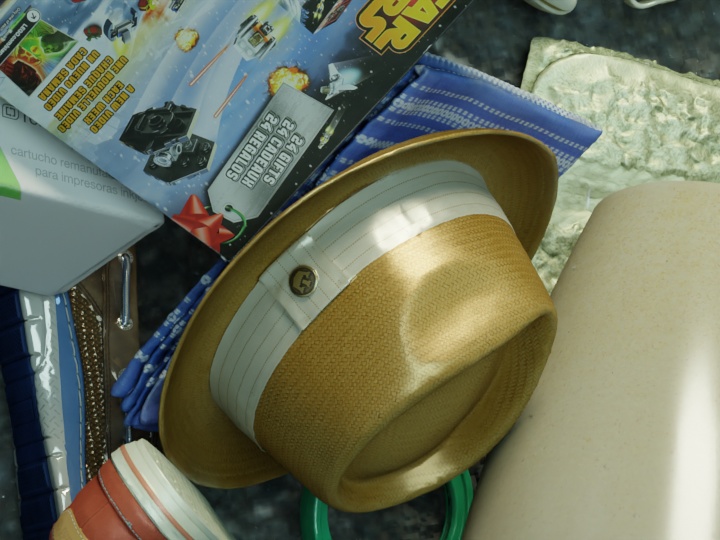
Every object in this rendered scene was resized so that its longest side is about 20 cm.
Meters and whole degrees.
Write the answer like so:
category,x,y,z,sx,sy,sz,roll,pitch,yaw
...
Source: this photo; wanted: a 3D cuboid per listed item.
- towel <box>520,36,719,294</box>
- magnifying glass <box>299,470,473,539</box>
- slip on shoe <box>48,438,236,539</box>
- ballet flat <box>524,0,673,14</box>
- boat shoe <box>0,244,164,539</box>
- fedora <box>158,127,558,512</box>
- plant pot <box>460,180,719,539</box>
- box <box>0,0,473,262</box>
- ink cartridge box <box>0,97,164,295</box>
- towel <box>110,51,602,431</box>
category,x,y,z,sx,sy,sz,roll,pitch,yaw
towel,0.154,-0.017,1.358,0.199,0.036,0.149,12,83,-12
magnifying glass,0.001,0.160,1.309,0.079,0.022,0.201,13,83,-26
slip on shoe,-0.073,0.132,1.224,0.061,0.200,0.074,-37,60,-2
ballet flat,0.107,-0.148,1.346,0.199,0.071,0.066,-7,101,-10
boat shoe,-0.107,0.073,1.270,0.072,0.072,0.201,-9,90,-21
fedora,0.016,0.034,1.202,0.200,0.201,0.082,-33,61,-14
plant pot,0.134,0.072,1.256,0.187,0.187,0.201,12,67,-12
box,-0.038,-0.116,1.134,0.137,0.040,0.200,37,109,-22
ink cartridge box,-0.166,-0.106,1.212,0.145,0.084,0.201,13,60,-37
towel,0.000,0.000,1.239,0.200,0.145,0.024,-48,58,17
